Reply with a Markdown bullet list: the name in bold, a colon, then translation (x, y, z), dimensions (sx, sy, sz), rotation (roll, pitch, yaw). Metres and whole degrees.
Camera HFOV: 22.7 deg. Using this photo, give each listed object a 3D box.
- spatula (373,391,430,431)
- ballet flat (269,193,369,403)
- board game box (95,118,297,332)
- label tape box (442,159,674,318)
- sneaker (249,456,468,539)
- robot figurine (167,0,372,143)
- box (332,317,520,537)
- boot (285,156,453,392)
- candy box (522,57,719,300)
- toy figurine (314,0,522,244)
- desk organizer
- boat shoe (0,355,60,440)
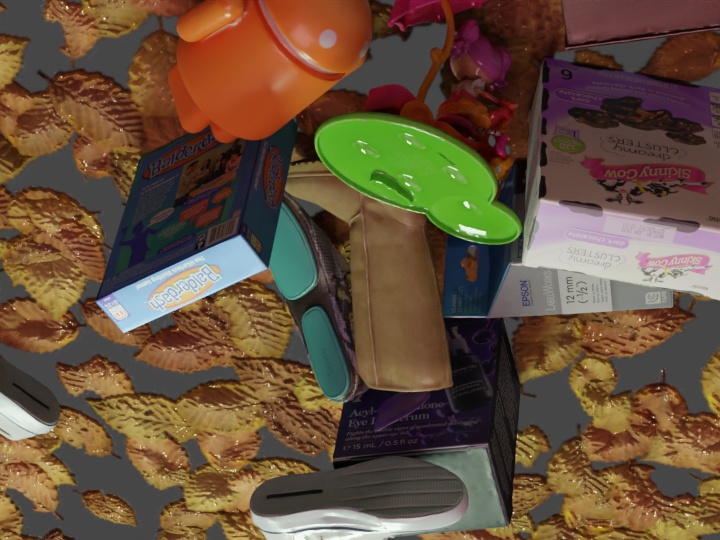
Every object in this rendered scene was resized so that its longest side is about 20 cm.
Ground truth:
- **spatula**: translation (0.035, 0.079, 1.618), dimensions (0.056, 0.201, 0.021), rotation (-29, 119, 15)
- **ballet flat**: translation (-0.034, 0.023, 1.641), dimensions (0.072, 0.072, 0.202), rotation (-24, 81, 25)
- **board game box**: translation (-0.137, -0.052, 1.532), dimensions (0.151, 0.201, 0.045), rotation (-23, 124, 25)
- **label tape box**: translation (0.168, -0.032, 1.544), dimensions (0.198, 0.144, 0.066), rotation (-2, 130, 9)
- **sneaker**: translation (0.004, 0.211, 1.561), dimensions (0.198, 0.073, 0.071), rotation (-4, 134, 22)
- **robot figurine**: translation (-0.072, -0.185, 1.467), dimensions (0.200, 0.117, 0.144), rotation (-35, 111, 30)
- **box**: translation (0.066, 0.140, 1.661), dimensions (0.147, 0.201, 0.105), rotation (-8, 126, 13)
- **boot**: translation (0.000, 0.000, 1.549), dimensions (0.174, 0.066, 0.202), rotation (3, 101, 49)
- **candy box**: translation (0.222, -0.078, 1.463), dimensions (0.166, 0.201, 0.072), rotation (10, 130, -2)
- **toy figurine**: translation (0.077, -0.148, 1.444), dimensions (0.200, 0.185, 0.150), rotation (34, 153, -34)
- **desk organizer**: translation (0.255, -0.237, 1.413), dimensions (0.198, 0.072, 0.077), rotation (-6, 126, 12)
- **boat shoe**: translation (-0.389, 0.109, 1.777), dimensions (0.067, 0.074, 0.200), rotation (-30, 121, 24)
